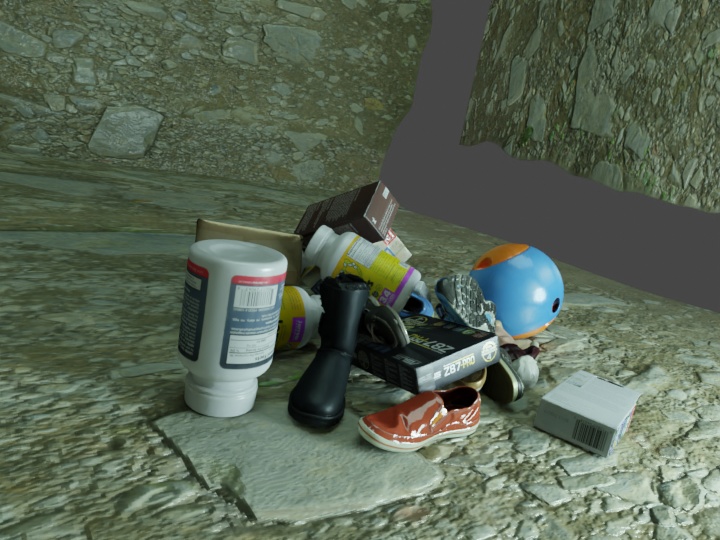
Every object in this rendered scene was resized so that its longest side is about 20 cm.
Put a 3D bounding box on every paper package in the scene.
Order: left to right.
[{"bbox_3d":[-0.223,-0.018,1.130,0.199,0.104,0.191,8,-11,-12],"label":"paper package"}]

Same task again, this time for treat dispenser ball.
[{"bbox_3d":[0.325,0.043,1.229,0.200,0.202,0.201,10,14,-3],"label":"treat dispenser ball"}]

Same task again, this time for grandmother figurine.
[{"bbox_3d":[0.271,0.152,1.062,0.121,0.061,0.200,-18,19,-1],"label":"grandmother figurine"}]

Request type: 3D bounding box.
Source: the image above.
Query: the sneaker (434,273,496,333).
[{"bbox_3d":[0.162,0.069,0.971,0.090,0.079,0.200,-4,-27,28],"label":"sneaker"}]

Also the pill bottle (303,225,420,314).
[{"bbox_3d":[0.000,0.000,1.046,0.200,0.104,0.104,31,16,5],"label":"pill bottle"}]

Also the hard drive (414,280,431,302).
[{"bbox_3d":[0.056,0.030,1.316,0.199,0.027,0.132,16,-16,20],"label":"hard drive"}]

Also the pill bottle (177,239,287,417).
[{"bbox_3d":[-0.164,0.071,0.725,0.119,0.201,0.120,11,13,-3],"label":"pill bottle"}]

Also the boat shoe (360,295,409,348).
[{"bbox_3d":[0.022,0.085,0.879,0.057,0.067,0.200,-28,11,-8],"label":"boat shoe"}]

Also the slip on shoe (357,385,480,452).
[{"bbox_3d":[0.081,0.186,0.753,0.199,0.061,0.074,0,19,-35],"label":"slip on shoe"}]

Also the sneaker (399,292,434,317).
[{"bbox_3d":[0.059,0.055,1.205,0.200,0.066,0.078,20,-14,27],"label":"sneaker"}]

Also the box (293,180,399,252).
[{"bbox_3d":[-0.031,-0.096,1.139,0.200,0.100,0.075,-14,-50,41],"label":"box"}]

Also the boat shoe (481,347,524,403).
[{"bbox_3d":[0.219,0.154,0.964,0.066,0.072,0.201,1,14,-19],"label":"boat shoe"}]

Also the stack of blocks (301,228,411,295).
[{"bbox_3d":[-0.007,-0.007,1.183,0.115,0.200,0.059,48,-5,-31],"label":"stack of blocks"}]

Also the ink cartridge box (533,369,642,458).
[{"bbox_3d":[0.356,0.213,0.892,0.109,0.051,0.200,20,15,33],"label":"ink cartridge box"}]

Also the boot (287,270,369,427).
[{"bbox_3d":[-0.040,0.096,0.791,0.076,0.169,0.200,11,14,6],"label":"boot"}]

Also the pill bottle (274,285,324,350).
[{"bbox_3d":[-0.145,0.076,0.924,0.199,0.105,0.104,1,17,-35],"label":"pill bottle"}]

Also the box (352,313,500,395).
[{"bbox_3d":[0.089,0.123,0.902,0.161,0.049,0.200,-17,16,-29],"label":"box"}]

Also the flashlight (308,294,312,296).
[{"bbox_3d":[-0.121,0.070,1.071,0.199,0.068,0.068,6,-11,-5],"label":"flashlight"}]

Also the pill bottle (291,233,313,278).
[{"bbox_3d":[-0.135,-0.036,1.375,0.109,0.110,0.200,17,14,23],"label":"pill bottle"}]

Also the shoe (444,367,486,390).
[{"bbox_3d":[0.157,0.156,0.943,0.070,0.054,0.200,-9,15,-4],"label":"shoe"}]
